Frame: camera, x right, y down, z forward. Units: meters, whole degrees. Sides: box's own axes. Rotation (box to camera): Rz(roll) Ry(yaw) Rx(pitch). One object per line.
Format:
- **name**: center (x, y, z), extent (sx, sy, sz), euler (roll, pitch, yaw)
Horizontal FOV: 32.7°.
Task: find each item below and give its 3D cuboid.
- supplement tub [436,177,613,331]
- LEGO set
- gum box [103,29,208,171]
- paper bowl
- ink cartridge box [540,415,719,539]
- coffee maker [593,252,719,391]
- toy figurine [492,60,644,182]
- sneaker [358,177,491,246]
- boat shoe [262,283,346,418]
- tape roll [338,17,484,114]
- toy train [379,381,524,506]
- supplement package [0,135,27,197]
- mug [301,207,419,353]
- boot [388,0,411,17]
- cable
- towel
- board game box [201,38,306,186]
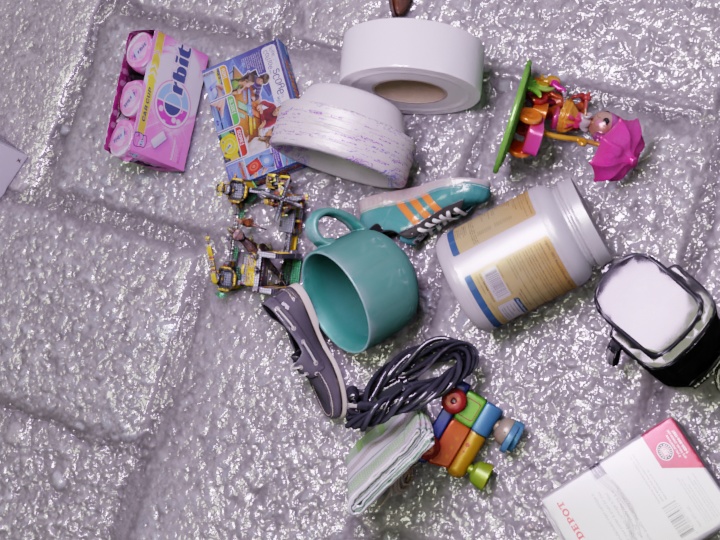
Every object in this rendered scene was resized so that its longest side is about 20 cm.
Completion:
- **supplement tub**: center (0.216, -0.023, 1.623), extent (0.199, 0.145, 0.145), euler (-27, 71, 13)
- **LEGO set**: center (-0.157, -0.046, 1.763), extent (0.153, 0.116, 0.201), euler (17, 97, 19)
- **gum box**: center (-0.312, -0.252, 1.874), extent (0.066, 0.113, 0.201), euler (4, 80, 39)
- **paper bowl**: center (-0.019, -0.192, 1.714), extent (0.200, 0.201, 0.105), euler (15, 85, 22)
- **ink cartridge box**: center (0.349, 0.299, 1.540), extent (0.200, 0.083, 0.146), euler (-35, 70, 11)
- **coffee maker**: center (0.391, 0.071, 1.509), extent (0.191, 0.200, 0.135), euler (19, 87, 22)
- **toy figurine**: center (0.290, -0.190, 1.652), extent (0.183, 0.200, 0.151), euler (17, 128, 4)
- **sneaker**: center (0.093, -0.076, 1.723), extent (0.199, 0.071, 0.080), euler (-12, 76, 26)
- **boat shoe**: center (-0.080, 0.121, 1.717), extent (0.063, 0.073, 0.201), euler (-22, 91, -28)
- **tape roll**: center (0.070, -0.279, 1.700), extent (0.202, 0.202, 0.071), euler (2, 80, 20)
- **toy train**: center (0.125, 0.257, 1.639), extent (0.115, 0.085, 0.200), euler (30, 90, 10)
- **supplement package**: center (-0.683, -0.193, 1.984), extent (0.200, 0.151, 0.152), euler (35, 92, 23)
- **mug**: center (0.007, 0.008, 1.678), extent (0.114, 0.186, 0.152), euler (-27, 40, -30)
- **boot**: center (0.150, -0.445, 1.785), extent (0.199, 0.064, 0.187), euler (12, 86, 17)
- **cable**: center (0.064, 0.147, 1.640), extent (0.199, 0.163, 0.051), euler (-25, 99, 13)
- **towel**: center (0.031, 0.233, 1.617), extent (0.149, 0.200, 0.031), euler (-44, 100, 6)
- **board game box**: center (-0.154, -0.234, 1.861), extent (0.135, 0.034, 0.201), euler (-19, 74, 16)
